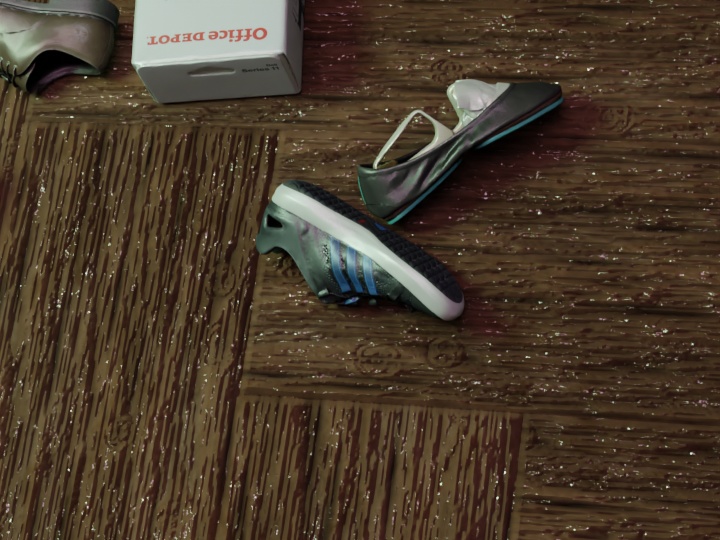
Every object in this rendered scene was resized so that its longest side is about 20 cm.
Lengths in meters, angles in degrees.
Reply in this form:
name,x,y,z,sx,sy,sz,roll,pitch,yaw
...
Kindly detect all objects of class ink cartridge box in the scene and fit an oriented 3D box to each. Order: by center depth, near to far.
name,x,y,z,sx,sy,sz,roll,pitch,yaw
ink cartridge box,-0.127,-0.261,1.863,0.145,0.083,0.201,-2,67,11

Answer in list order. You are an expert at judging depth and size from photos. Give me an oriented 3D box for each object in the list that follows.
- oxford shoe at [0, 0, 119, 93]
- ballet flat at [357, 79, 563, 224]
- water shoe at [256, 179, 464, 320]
name,x,y,z,sx,sy,sz,roll,pitch,yaw
oxford shoe,-0.327,-0.209,1.893,0.198,0.073,0.085,0,70,12
ballet flat,0.082,-0.120,1.764,0.199,0.068,0.069,-36,99,-4
water shoe,0.000,0.000,1.752,0.199,0.071,0.079,35,107,21
